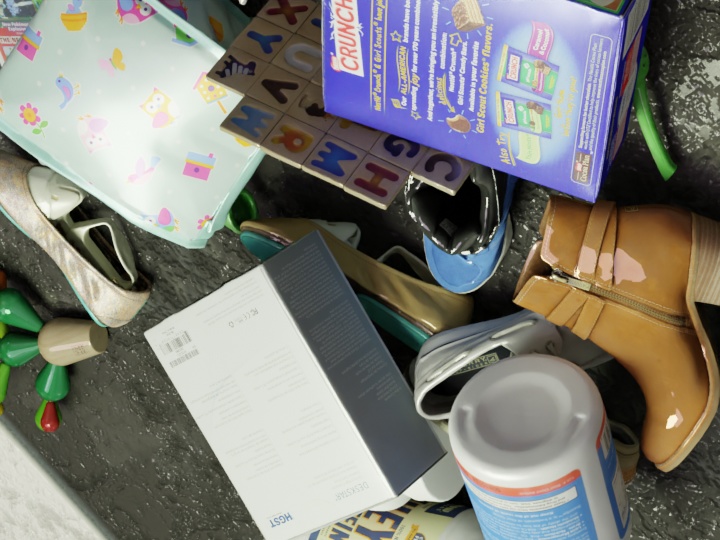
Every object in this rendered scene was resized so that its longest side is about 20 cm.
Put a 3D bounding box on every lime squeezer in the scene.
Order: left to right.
[{"bbox_3d":[-0.119,-0.047,1.435,0.199,0.038,0.071,27,127,-6],"label":"lime squeezer"},{"bbox_3d":[0.148,-0.144,1.187,0.199,0.038,0.071,35,150,-5],"label":"lime squeezer"}]

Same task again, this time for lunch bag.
[{"bbox_3d":[-0.154,-0.134,1.328,0.199,0.122,0.171,36,112,1],"label":"lunch bag"}]

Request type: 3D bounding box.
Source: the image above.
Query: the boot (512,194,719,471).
[{"bbox_3d":[0.181,0.043,1.241,0.154,0.077,0.201,11,124,-2],"label":"boot"}]

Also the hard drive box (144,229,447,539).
[{"bbox_3d":[-0.052,0.094,1.368,0.155,0.077,0.201,-27,94,42],"label":"hard drive box"}]

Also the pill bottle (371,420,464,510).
[{"bbox_3d":[-0.009,0.142,1.487,0.199,0.111,0.111,2,125,38],"label":"pill bottle"}]

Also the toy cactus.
[{"bbox_3d":[-0.320,0.073,1.696,0.164,0.102,0.202,-8,110,30],"label":"toy cactus"}]

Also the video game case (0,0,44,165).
[{"bbox_3d":[-0.220,-0.165,1.465,0.198,0.023,0.184,6,127,35],"label":"video game case"}]

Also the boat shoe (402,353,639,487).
[{"bbox_3d":[0.129,0.109,1.393,0.199,0.075,0.069,28,127,10],"label":"boat shoe"}]

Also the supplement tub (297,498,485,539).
[{"bbox_3d":[0.052,0.269,1.520,0.198,0.145,0.146,6,127,33],"label":"supplement tub"}]

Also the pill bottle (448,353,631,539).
[{"bbox_3d":[0.137,0.164,1.288,0.111,0.113,0.201,12,142,29],"label":"pill bottle"}]

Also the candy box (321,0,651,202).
[{"bbox_3d":[0.077,-0.152,1.129,0.198,0.077,0.170,20,144,14],"label":"candy box"}]

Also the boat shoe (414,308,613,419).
[{"bbox_3d":[0.128,0.062,1.312,0.198,0.066,0.072,-15,121,19],"label":"boat shoe"}]

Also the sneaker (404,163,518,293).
[{"bbox_3d":[0.069,-0.038,1.281,0.076,0.111,0.201,32,137,11],"label":"sneaker"}]

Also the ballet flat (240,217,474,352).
[{"bbox_3d":[0.000,0.000,1.402,0.199,0.063,0.069,31,160,5],"label":"ballet flat"}]

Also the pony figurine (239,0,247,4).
[{"bbox_3d":[-0.068,-0.286,1.173,0.199,0.167,0.194,-21,118,29],"label":"pony figurine"}]

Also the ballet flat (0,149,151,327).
[{"bbox_3d":[-0.255,-0.041,1.573,0.067,0.068,0.200,-30,109,27],"label":"ballet flat"}]

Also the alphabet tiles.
[{"bbox_3d":[0.002,-0.127,1.219,0.199,0.167,0.006,26,148,18],"label":"alphabet tiles"}]
